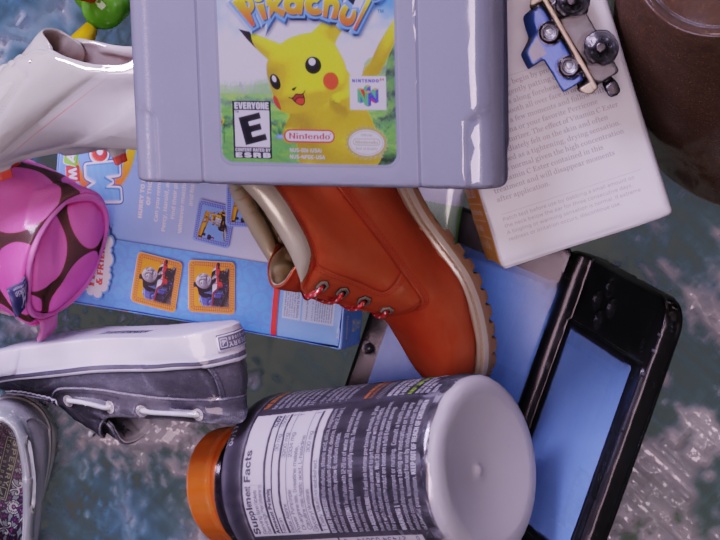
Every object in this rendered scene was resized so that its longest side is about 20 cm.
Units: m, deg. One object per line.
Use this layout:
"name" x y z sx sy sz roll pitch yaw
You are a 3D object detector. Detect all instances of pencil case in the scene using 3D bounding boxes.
"pencil case" -0.253 -0.037 1.264 0.199 0.091 0.094 25 120 22

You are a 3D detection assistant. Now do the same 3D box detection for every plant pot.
"plant pot" 0.207 -0.143 1.120 0.185 0.200 0.189 -4 78 18

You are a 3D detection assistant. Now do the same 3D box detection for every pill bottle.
"pill bottle" -0.007 0.119 1.208 0.199 0.106 0.107 -8 94 39

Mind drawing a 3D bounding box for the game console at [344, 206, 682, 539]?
"game console" 0.076 0.080 1.227 0.115 0.176 0.202 16 98 -21

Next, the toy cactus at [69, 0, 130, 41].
"toy cactus" -0.091 -0.181 1.216 0.163 0.103 0.202 -5 58 12

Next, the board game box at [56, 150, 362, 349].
"board game box" -0.089 -0.044 1.257 0.198 0.037 0.153 9 97 20

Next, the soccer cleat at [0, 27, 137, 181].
"soccer cleat" -0.184 -0.094 1.171 0.198 0.069 0.078 -7 111 19

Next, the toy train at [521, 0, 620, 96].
"toy train" 0.070 -0.170 1.070 0.046 0.034 0.201 -32 91 5

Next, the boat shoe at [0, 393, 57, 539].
"boat shoe" -0.234 0.177 1.299 0.069 0.072 0.203 11 96 8

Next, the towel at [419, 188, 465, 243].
"towel" -0.001 -0.108 1.248 0.148 0.031 0.202 9 95 22

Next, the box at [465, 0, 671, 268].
"box" 0.088 -0.112 1.151 0.097 0.124 0.202 -17 91 1

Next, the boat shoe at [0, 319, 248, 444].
"boat shoe" -0.147 0.070 1.254 0.198 0.072 0.069 -5 96 33

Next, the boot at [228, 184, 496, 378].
"boot" 0.000 0.000 1.174 0.107 0.075 0.201 -40 114 -25

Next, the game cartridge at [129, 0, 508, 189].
"game cartridge" -0.023 -0.110 1.075 0.198 0.040 0.135 1 99 15
